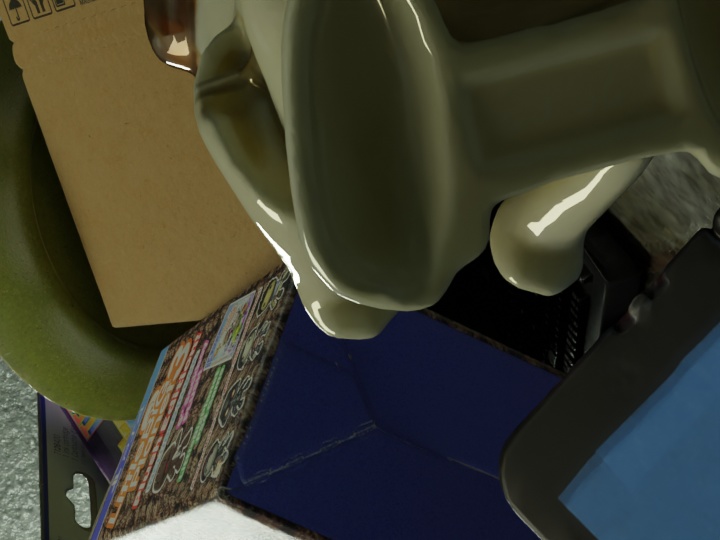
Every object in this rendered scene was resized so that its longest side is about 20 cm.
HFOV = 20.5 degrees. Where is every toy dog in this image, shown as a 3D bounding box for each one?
[{"bbox_3d":[0.004,-0.075,0.533,0.195,0.139,0.200,66,165,-5],"label":"toy dog"}]

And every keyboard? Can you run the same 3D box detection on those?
[{"bbox_3d":[0.077,0.028,0.800,0.104,0.040,0.200,47,168,19],"label":"keyboard"}]

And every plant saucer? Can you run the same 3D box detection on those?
[{"bbox_3d":[-0.110,-0.032,0.934,0.031,0.201,0.200,-11,126,39],"label":"plant saucer"}]

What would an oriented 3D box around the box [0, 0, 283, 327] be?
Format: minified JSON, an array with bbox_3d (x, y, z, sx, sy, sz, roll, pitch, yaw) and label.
[{"bbox_3d":[-0.067,-0.059,0.798,0.199,0.021,0.165,-6,106,50],"label":"box"}]

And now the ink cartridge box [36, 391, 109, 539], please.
[{"bbox_3d":[-0.098,0.167,1.137,0.199,0.047,0.198,19,-156,-19],"label":"ink cartridge box"}]

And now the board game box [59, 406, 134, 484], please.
[{"bbox_3d":[-0.119,0.047,1.196,0.165,0.057,0.200,-2,-131,-52],"label":"board game box"}]

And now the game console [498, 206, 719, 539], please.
[{"bbox_3d":[0.147,0.068,0.521,0.200,0.119,0.172,44,167,11],"label":"game console"}]

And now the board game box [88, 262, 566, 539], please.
[{"bbox_3d":[-0.001,0.088,0.796,0.159,0.097,0.200,25,160,-13],"label":"board game box"}]

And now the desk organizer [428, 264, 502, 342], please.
[{"bbox_3d":[0.000,0.000,0.908,0.077,0.072,0.200,34,161,53],"label":"desk organizer"}]
